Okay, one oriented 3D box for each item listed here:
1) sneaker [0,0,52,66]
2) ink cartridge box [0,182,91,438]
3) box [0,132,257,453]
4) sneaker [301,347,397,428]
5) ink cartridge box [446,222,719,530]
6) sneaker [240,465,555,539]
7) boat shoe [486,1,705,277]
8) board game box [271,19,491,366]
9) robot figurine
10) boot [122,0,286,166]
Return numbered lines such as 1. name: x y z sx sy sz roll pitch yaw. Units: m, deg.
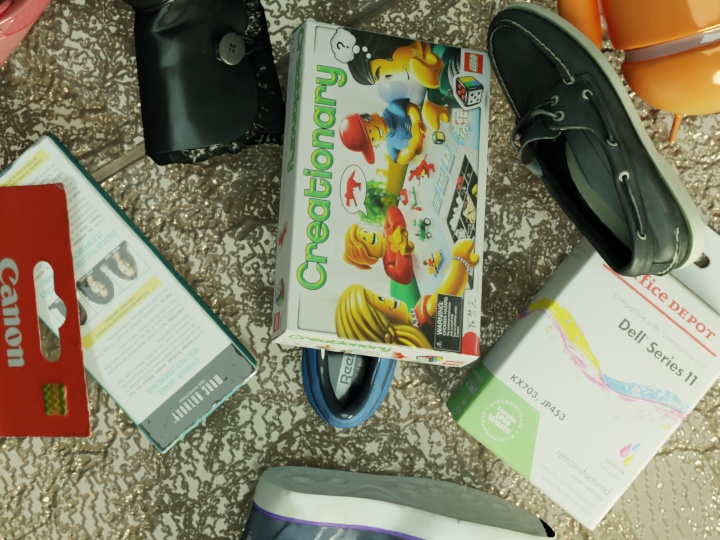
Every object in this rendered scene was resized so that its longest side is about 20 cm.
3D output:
1. sneaker: -0.246 -0.151 1.454 0.074 0.087 0.200 37 92 -5
2. ink cartridge box: -0.268 0.032 1.449 0.200 0.050 0.162 -2 97 27
3. box: -0.160 0.013 1.493 0.082 0.049 0.200 -41 96 2
4. sneaker: 0.000 0.000 1.489 0.066 0.078 0.200 5 94 -2
5. ink cartridge box: 0.163 0.049 1.507 0.117 0.067 0.200 38 92 -5
6. sneaker: 0.014 0.211 1.514 0.200 0.081 0.147 10 103 -8
7. boat shoe: 0.128 -0.077 1.448 0.066 0.075 0.199 -24 78 -36
8. board game box: 0.014 -0.047 1.460 0.126 0.035 0.200 8 75 -19
9. robot figurine: 0.201 -0.183 1.464 0.144 0.117 0.200 -22 99 -32
10. boot: -0.122 -0.147 1.427 0.076 0.200 0.168 -1 95 41
